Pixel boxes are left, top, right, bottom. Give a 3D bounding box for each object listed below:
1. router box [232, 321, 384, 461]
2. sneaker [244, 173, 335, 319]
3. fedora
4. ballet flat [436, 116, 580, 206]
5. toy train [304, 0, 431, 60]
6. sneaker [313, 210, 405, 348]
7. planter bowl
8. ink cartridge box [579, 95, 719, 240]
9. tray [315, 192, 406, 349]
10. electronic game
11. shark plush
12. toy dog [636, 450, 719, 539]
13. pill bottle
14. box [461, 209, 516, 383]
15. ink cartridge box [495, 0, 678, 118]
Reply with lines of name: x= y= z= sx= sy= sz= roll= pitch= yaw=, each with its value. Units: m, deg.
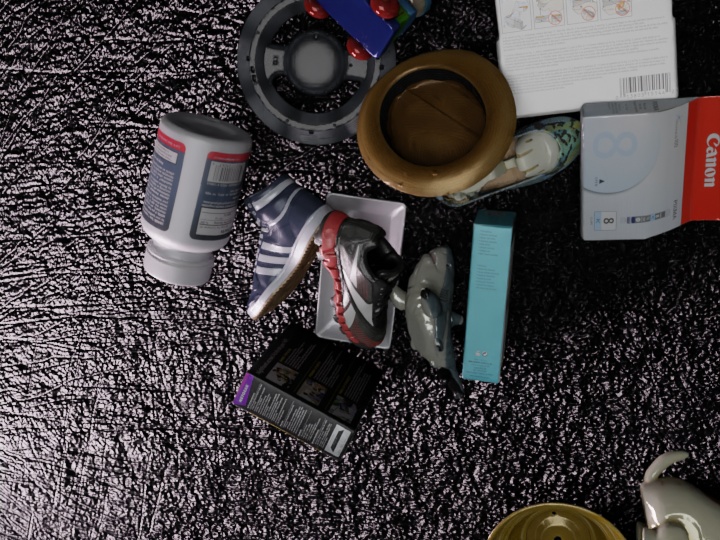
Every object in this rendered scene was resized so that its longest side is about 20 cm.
router box: x=-0.059 y=0.147 z=1.131 sx=0.148 sy=0.200 sz=0.051 roll=28 pitch=108 yaw=4
sneaker: x=-0.117 y=-0.035 z=1.161 sx=0.108 sy=0.070 sz=0.201 roll=42 pitch=120 yaw=10
fedora: x=0.094 y=-0.163 z=1.044 sx=0.198 sy=0.082 sz=0.203 roll=-8 pitch=66 yaw=18
ballet flat: x=0.177 y=-0.125 z=1.067 sx=0.198 sy=0.074 sz=0.075 roll=-23 pitch=100 yaw=18
toy train: x=-0.015 y=-0.347 z=1.025 sx=0.200 sy=0.116 sz=0.085 roll=45 pitch=141 yaw=4
sneaker: x=0.011 y=0.020 z=1.096 sx=0.097 sy=0.071 sz=0.202 roll=6 pitch=128 yaw=28
planter bowl: x=0.265 y=0.381 z=1.189 sx=0.198 sy=0.083 sz=0.203 roll=3 pitch=106 yaw=11
ink cartridge box: x=0.355 y=-0.115 z=1.020 sx=0.198 sy=0.047 sz=0.161 roll=0 pitch=122 yaw=14
tray: x=0.000 y=0.000 z=1.168 sx=0.106 sy=0.022 sz=0.202 roll=9 pitch=108 yaw=9
electronic game: x=-0.054 y=-0.257 z=1.093 sx=0.198 sy=0.042 sz=0.202 roll=1 pitch=103 yaw=4
shark plush: x=0.111 y=0.074 z=1.138 sx=0.091 sy=0.083 sz=0.202 roll=-10 pitch=104 yaw=59
toy dog: x=0.456 y=0.336 z=1.122 sx=0.198 sy=0.140 sz=0.196 roll=2 pitch=70 yaw=13
pill bottle: x=-0.217 y=-0.090 z=1.139 sx=0.118 sy=0.120 sz=0.202 roll=20 pitch=110 yaw=6
box: x=0.161 y=0.031 z=1.109 sx=0.049 sy=0.082 sz=0.202 roll=6 pitch=107 yaw=11
ink cartridge box: x=0.256 y=-0.275 z=1.016 sx=0.198 sy=0.045 sz=0.178 roll=-4 pitch=107 yaw=13
